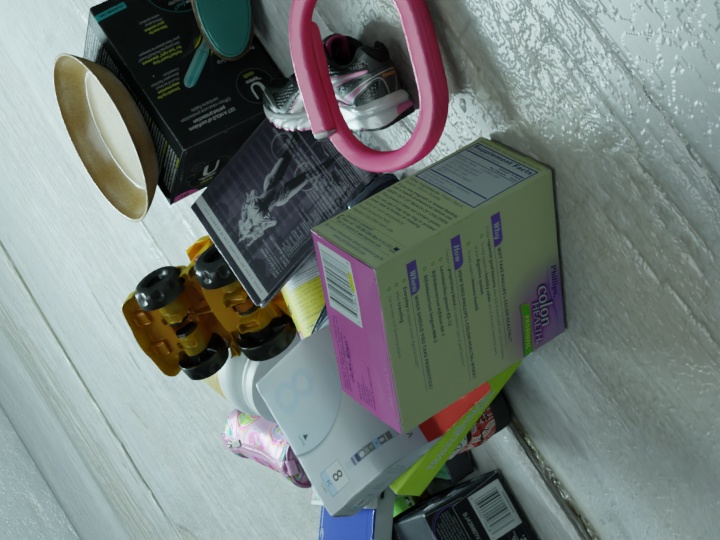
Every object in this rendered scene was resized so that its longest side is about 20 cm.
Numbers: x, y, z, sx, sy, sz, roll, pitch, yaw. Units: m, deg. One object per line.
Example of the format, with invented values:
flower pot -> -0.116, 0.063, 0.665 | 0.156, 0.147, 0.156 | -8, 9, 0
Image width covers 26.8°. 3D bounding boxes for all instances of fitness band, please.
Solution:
fitness band -> 0.006, -0.188, 1.375 | 0.142, 0.037, 0.202 | -10, 99, 36

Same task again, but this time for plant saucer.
plant saucer -> -0.274, -0.152, 1.664 | 0.200, 0.035, 0.201 | 45, 151, 33

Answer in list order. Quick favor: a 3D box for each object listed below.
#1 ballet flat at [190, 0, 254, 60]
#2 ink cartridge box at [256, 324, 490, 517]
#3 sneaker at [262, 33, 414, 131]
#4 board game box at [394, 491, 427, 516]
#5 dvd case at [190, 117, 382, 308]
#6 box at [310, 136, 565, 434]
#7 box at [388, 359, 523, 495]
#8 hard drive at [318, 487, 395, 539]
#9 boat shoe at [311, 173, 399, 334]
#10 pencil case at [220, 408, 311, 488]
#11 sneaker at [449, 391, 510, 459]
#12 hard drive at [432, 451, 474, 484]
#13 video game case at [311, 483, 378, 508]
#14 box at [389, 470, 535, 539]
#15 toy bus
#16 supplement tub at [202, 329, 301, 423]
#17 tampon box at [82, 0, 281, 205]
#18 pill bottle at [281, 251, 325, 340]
ballet flat -> -0.164, -0.325, 1.617 | 0.072, 0.067, 0.202 | -137, 25, -75
ink cartridge box -> 0.009, 0.114, 1.452 | 0.200, 0.047, 0.161 | -45, 62, 22
sneaker -> -0.025, -0.190, 1.480 | 0.199, 0.080, 0.087 | 5, 116, 47
board game box -> 0.036, 0.298, 1.889 | 0.096, 0.030, 0.200 | 62, 152, 1
dvd case -> -0.081, -0.083, 1.589 | 0.200, 0.016, 0.149 | -47, 62, 20
box -> 0.073, 0.010, 1.333 | 0.096, 0.199, 0.177 | 32, 143, 46
box -> 0.068, 0.105, 1.473 | 0.122, 0.047, 0.201 | 45, 106, 30
hard drive -> -0.004, 0.263, 1.763 | 0.200, 0.025, 0.134 | 148, 129, -68
boat shoe -> 0.000, 0.000, 1.538 | 0.201, 0.070, 0.091 | -51, 56, 20
pencil case -> -0.113, 0.234, 2.039 | 0.199, 0.087, 0.088 | 12, 126, 57
sneaker -> 0.059, 0.100, 1.554 | 0.202, 0.107, 0.067 | 56, 155, 12
hard drive -> 0.044, 0.169, 1.733 | 0.199, 0.038, 0.141 | -5, 111, 64
video game case -> -0.017, 0.168, 1.724 | 0.143, 0.018, 0.203 | -14, 72, 62
box -> 0.103, 0.313, 1.686 | 0.123, 0.105, 0.200 | 61, 155, 5
toy bus -> -0.158, 0.010, 1.765 | 0.136, 0.198, 0.193 | 59, -157, -28
supplement tub -> -0.136, 0.092, 1.871 | 0.199, 0.144, 0.146 | 31, 141, 47
tampon box -> -0.195, -0.207, 1.677 | 0.201, 0.149, 0.126 | 55, 154, 14
pill bottle -> -0.042, -0.004, 1.634 | 0.202, 0.103, 0.104 | 67, 155, 8
